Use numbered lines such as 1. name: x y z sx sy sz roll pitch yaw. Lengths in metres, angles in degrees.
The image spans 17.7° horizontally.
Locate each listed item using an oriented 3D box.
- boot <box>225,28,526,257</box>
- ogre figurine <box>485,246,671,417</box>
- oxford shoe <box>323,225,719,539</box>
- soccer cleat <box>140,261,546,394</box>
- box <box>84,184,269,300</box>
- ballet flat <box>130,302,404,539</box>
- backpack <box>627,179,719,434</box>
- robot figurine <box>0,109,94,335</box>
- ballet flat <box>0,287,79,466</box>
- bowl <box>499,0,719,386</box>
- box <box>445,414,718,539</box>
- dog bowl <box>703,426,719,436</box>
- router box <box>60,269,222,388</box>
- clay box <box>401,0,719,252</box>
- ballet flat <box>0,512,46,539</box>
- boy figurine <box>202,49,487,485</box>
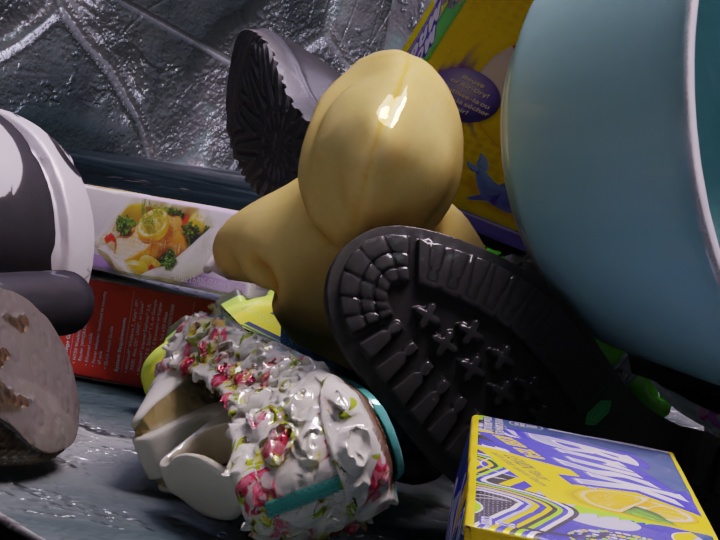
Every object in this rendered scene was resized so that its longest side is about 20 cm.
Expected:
1. boot: 0.050 -0.055 1.086 0.198 0.066 0.165 0 33 -25
2. ogre figurine: 0.069 0.004 1.187 0.120 0.098 0.200 50 7 -41
3. oxford shoe: 0.058 0.056 0.809 0.200 0.073 0.084 39 -13 -20
4. soccer cleat: 0.003 0.048 1.018 0.198 0.084 0.065 -7 -24 -4
5. box: -0.116 -0.019 1.092 0.199 0.039 0.041 10 1 35
6. ballet flat: -0.048 0.056 0.827 0.064 0.076 0.200 -27 11 -16
7. backpack: 0.201 0.017 0.914 0.198 0.168 0.127 6 -16 18
8. robot figurine: -0.198 -0.016 0.957 0.124 0.151 0.199 -33 -19 28
9. ballet flat: -0.151 0.046 0.793 0.046 0.068 0.200 -22 -2 16
10. bowl: 0.123 -0.046 0.808 0.104 0.203 0.200 -5 -6 39
11. box: 0.057 0.088 0.636 0.069 0.065 0.200 10 4 2
12. dog bowl: 0.267 0.085 1.181 0.198 0.059 0.200 10 5 -1
13. router box: -0.070 0.029 1.182 0.178 0.049 0.200 10 4 3
14. clay box: 0.086 -0.089 0.923 0.114 0.048 0.200 21 -40 -11
15. ballet flat: -0.089 0.072 0.554 0.199 0.057 0.066 14 7 40
16. boy figurine: 0.000 0.000 0.852 0.123 0.065 0.201 13 -37 12
